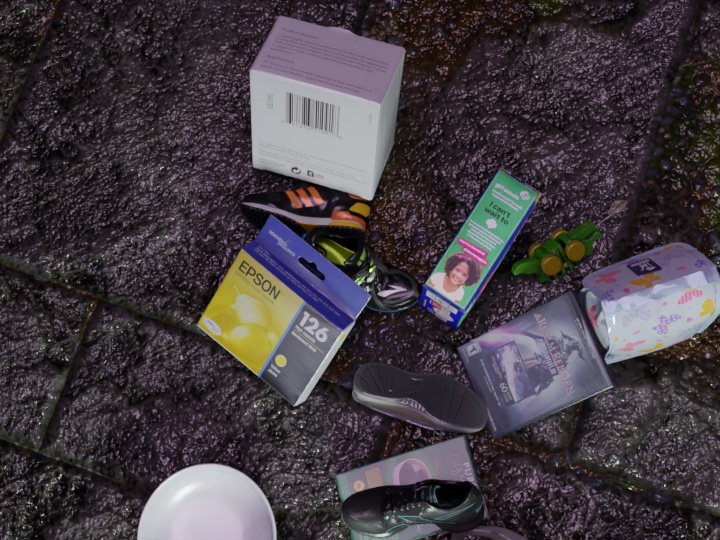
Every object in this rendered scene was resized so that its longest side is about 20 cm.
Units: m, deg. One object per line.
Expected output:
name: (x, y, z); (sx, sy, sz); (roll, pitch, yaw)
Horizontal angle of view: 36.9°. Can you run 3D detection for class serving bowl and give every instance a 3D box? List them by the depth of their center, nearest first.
serving bowl: (-0.212, 0.378, 1.532); (0.197, 0.066, 0.203); (-1, 77, 5)

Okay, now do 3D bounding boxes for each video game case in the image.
video game case: (0.245, 0.135, 1.527); (0.199, 0.019, 0.145); (-30, 74, 29)

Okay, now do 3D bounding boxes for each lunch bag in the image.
lunch bag: (0.396, 0.043, 1.491); (0.167, 0.200, 0.129); (-19, 76, 1)

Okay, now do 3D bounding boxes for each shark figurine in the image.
shark figurine: (0.219, 0.400, 1.484); (0.214, 0.090, 0.128); (41, 82, 10)

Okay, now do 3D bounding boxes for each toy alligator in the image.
toy alligator: (0.316, -0.032, 1.593); (0.198, 0.059, 0.055); (-30, 118, -4)

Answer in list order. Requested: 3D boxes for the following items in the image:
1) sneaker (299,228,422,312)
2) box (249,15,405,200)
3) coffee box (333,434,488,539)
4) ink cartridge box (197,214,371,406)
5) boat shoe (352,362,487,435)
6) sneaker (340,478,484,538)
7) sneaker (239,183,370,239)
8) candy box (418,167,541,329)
sneaker: (0.000, 0.000, 1.583); (0.198, 0.083, 0.071); (28, 71, -5)
box: (-0.050, -0.236, 1.575); (0.196, 0.201, 0.132); (16, 53, 9)
coffee box: (0.073, 0.321, 1.534); (0.197, 0.044, 0.125); (-18, 76, 1)
ink cartridge box: (-0.114, 0.059, 1.566); (0.197, 0.047, 0.201); (38, 113, 13)
boat shoe: (0.085, 0.190, 1.559); (0.199, 0.065, 0.075); (14, 59, 2)
sneaker: (0.070, 0.312, 1.465); (0.197, 0.080, 0.076); (-4, 53, 2)
sneaker: (-0.081, -0.099, 1.637); (0.197, 0.070, 0.091); (11, 63, 7)
candy box: (0.166, -0.028, 1.541); (0.076, 0.169, 0.201); (31, 82, 6)
